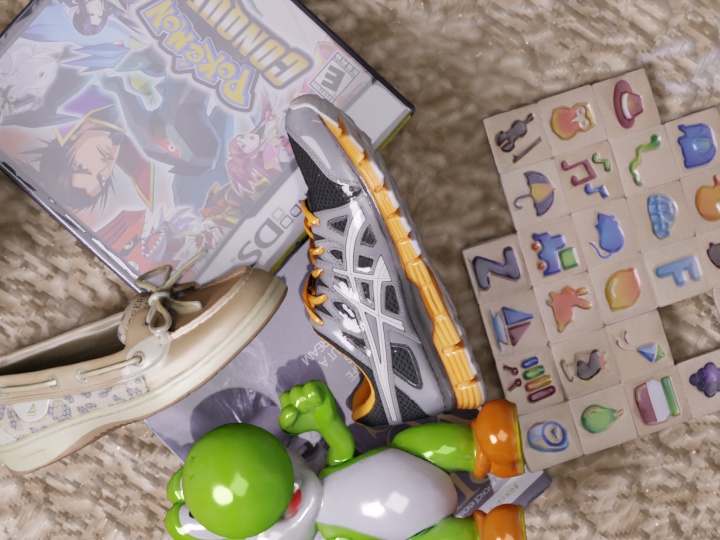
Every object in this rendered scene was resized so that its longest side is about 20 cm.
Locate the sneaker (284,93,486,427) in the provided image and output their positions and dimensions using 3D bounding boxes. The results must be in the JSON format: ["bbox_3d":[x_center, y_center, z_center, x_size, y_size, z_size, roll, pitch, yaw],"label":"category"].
[{"bbox_3d":[0.000,0.000,1.155,0.077,0.078,0.201,-23,106,6],"label":"sneaker"}]

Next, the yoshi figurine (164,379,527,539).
[{"bbox_3d":[-0.011,0.118,1.139,0.199,0.113,0.113,-4,119,6],"label":"yoshi figurine"}]

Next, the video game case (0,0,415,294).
[{"bbox_3d":[-0.101,-0.089,1.182,0.200,0.026,0.181,42,88,-4],"label":"video game case"}]

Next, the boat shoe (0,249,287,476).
[{"bbox_3d":[-0.129,0.044,1.143,0.199,0.073,0.063,-30,103,22],"label":"boat shoe"}]

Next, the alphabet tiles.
[{"bbox_3d":[0.144,-0.005,1.215,0.166,0.008,0.201,-18,92,-5],"label":"alphabet tiles"}]

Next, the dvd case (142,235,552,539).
[{"bbox_3d":[-0.010,0.098,1.213,0.149,0.016,0.200,-43,96,-1],"label":"dvd case"}]
